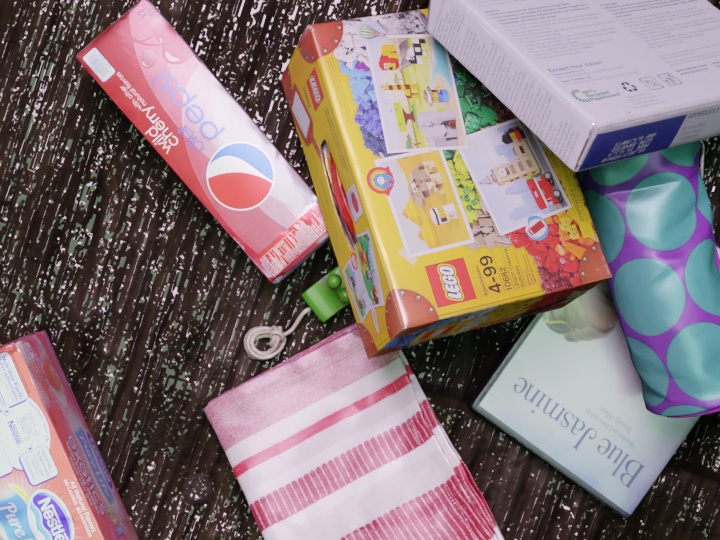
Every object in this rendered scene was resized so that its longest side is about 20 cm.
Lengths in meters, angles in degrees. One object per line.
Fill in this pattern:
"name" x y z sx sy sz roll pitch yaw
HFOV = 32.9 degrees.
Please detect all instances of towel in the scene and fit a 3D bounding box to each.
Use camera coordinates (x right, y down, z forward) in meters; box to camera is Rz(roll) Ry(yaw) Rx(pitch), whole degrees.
"towel" -0.004 0.143 0.822 0.144 0.023 0.201 -29 68 -1

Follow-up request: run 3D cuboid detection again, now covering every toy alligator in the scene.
"toy alligator" 0.000 0.000 0.841 0.200 0.054 0.059 -38 93 -1

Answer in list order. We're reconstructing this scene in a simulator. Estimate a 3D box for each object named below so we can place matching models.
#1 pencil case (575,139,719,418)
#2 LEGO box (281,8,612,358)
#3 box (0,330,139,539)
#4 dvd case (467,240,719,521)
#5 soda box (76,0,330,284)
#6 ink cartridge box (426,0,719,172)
"pencil case" 0.209 -0.007 0.817 0.092 0.085 0.201 -16 93 12
"LEGO box" 0.052 -0.062 0.785 0.148 0.077 0.201 -13 76 -21
"box" -0.224 0.152 0.818 0.102 0.095 0.201 -24 93 -1
"dvd case" 0.189 0.056 0.869 0.142 0.018 0.200 35 90 -4
"soda box" -0.100 -0.085 0.826 0.063 0.070 0.200 -40 93 -1
"ink cartridge box" 0.146 -0.152 0.773 0.196 0.043 0.200 -15 51 -34
